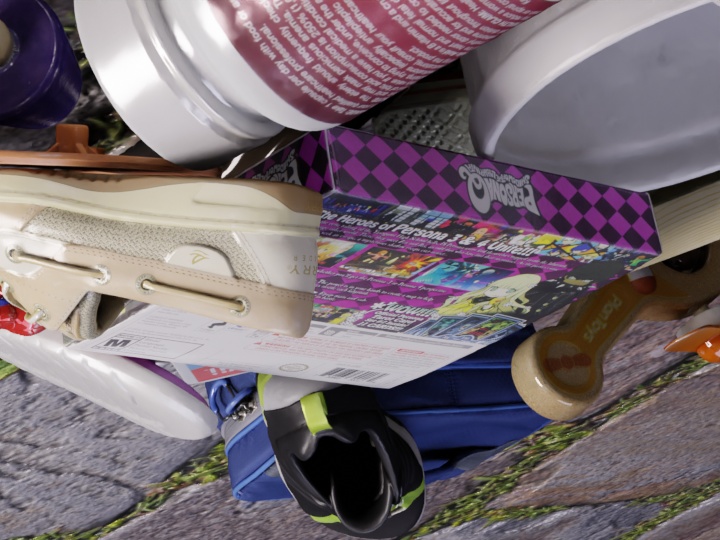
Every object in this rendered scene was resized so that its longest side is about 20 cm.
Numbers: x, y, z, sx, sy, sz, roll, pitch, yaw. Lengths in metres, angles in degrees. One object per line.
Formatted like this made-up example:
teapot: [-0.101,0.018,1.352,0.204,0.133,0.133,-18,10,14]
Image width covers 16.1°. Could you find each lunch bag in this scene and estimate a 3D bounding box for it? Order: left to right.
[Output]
lunch bag: [0.005,0.060,1.420,0.200,0.133,0.136,-4,157,-35]

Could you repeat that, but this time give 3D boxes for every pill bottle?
pill bottle: [-0.002,-0.123,0.945,0.200,0.114,0.114,-28,158,26]

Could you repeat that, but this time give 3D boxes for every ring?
ring: [-0.156,-0.048,1.048,0.200,0.019,0.200,2,180,0]

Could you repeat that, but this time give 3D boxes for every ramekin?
ramekin: [0.131,-0.120,1.080,0.200,0.105,0.200,-15,161,-5]

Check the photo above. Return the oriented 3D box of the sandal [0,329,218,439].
sandal: [-0.144,0.023,1.195,0.202,0.050,0.082,21,166,35]

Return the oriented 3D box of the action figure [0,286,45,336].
action figure: [-0.202,0.000,1.107,0.199,0.066,0.052,9,135,-16]

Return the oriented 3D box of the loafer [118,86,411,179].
loafer: [-0.042,-0.050,1.171,0.073,0.072,0.200,2,153,-44]

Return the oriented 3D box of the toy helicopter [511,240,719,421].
toy helicopter: [0.142,0.016,1.323,0.079,0.132,0.200,-40,-174,47]

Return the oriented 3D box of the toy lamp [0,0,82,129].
toy lamp: [-0.161,-0.099,0.959,0.058,0.058,0.200,-22,160,13]

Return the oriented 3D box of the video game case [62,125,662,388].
video game case: [0.000,0.000,1.107,0.200,0.036,0.181,9,153,-42]

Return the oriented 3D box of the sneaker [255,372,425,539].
sneaker: [-0.010,0.104,1.282,0.072,0.083,0.200,-19,145,6]

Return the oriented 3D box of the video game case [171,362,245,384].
video game case: [-0.032,0.011,1.217,0.143,0.017,0.200,-13,164,2]

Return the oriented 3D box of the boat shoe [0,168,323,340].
boat shoe: [-0.113,-0.005,0.988,0.199,0.065,0.072,3,179,15]

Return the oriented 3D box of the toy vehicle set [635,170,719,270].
toy vehicle set: [0.217,-0.070,1.244,0.200,0.027,0.124,-37,-171,-37]

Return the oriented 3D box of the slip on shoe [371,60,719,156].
slip on shoe: [0.104,-0.086,1.218,0.199,0.061,0.074,-9,140,12]

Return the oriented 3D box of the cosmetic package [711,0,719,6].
cosmetic package: [0.195,-0.127,0.905,0.107,0.085,0.200,-24,147,39]
